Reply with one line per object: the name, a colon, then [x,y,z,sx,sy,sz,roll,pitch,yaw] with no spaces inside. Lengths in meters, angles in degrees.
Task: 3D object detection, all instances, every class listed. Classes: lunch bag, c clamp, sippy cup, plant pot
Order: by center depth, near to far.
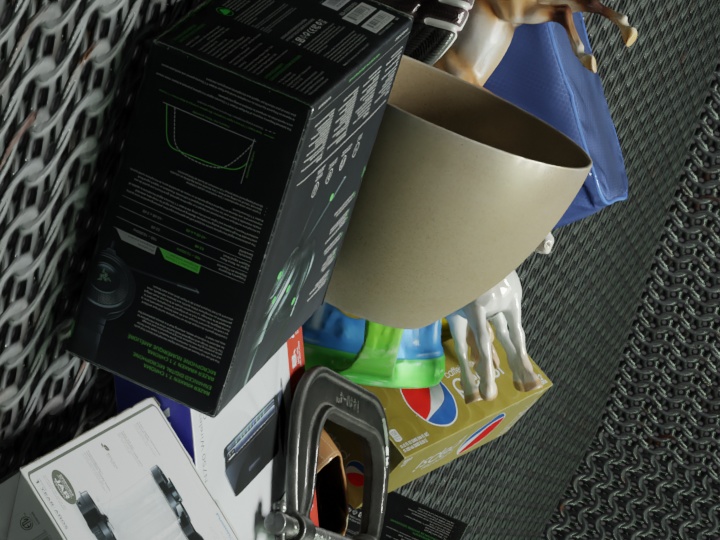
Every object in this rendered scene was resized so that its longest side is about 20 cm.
plant pot: [0.021,-0.045,1.636,0.135,0.200,0.200,-66,169,13]
c clamp: [-0.020,0.148,1.728,0.200,0.027,0.172,19,70,-68]
sippy cup: [0.000,0.000,1.829,0.139,0.177,0.131,2,101,-48]
lunch bag: [0.094,-0.121,1.904,0.136,0.132,0.201,-5,80,-75]

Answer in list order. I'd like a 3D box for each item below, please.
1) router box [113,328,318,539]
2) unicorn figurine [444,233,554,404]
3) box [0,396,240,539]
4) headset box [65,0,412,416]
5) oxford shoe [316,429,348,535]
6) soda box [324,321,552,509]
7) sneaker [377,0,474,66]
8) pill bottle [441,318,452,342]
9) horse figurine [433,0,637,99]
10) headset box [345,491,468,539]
router box: [-0.084,0.104,1.643,0.180,0.049,0.201,-46,135,-62]
unicorn figurine: [0.089,0.016,1.827,0.200,0.074,0.138,-17,-96,64]
box: [-0.137,0.147,1.455,0.060,0.117,0.200,-32,180,18]
headset box: [-0.064,-0.041,1.465,0.174,0.092,0.201,-48,158,-62]
oxford shoe: [-0.041,0.175,1.837,0.071,0.071,0.200,-42,150,-29]
soda box: [0.048,0.099,1.928,0.064,0.068,0.200,-48,164,33]
sneaker: [0.053,-0.205,1.789,0.116,0.075,0.201,43,70,-82]
pill bottle: [0.029,0.014,2.025,0.104,0.104,0.201,-31,143,-72]
horse figurine: [0.094,-0.149,1.805,0.200,0.132,0.050,-53,162,12]
headset box: [-0.028,0.247,2.049,0.200,0.174,0.093,103,14,-46]
